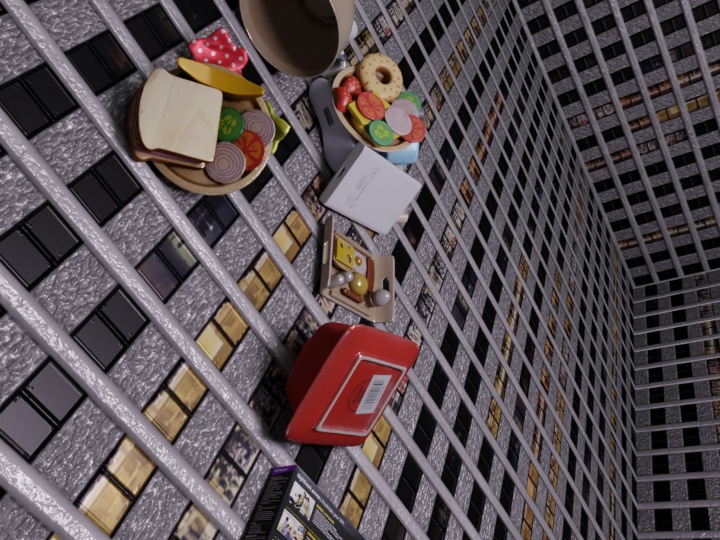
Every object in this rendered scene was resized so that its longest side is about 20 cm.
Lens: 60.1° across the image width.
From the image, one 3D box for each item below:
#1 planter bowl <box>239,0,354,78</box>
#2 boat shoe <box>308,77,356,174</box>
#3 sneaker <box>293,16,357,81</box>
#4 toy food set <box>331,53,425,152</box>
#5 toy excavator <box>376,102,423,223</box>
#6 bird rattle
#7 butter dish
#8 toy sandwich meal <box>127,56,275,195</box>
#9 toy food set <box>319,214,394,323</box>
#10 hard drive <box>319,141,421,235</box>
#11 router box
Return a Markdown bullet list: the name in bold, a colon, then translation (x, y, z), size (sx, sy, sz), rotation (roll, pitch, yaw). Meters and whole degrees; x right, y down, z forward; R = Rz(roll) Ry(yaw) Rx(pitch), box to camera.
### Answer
- **planter bowl**: translation (-0.090, -0.458, 1.075), size (0.201, 0.199, 0.135), rotation (55, 49, -25)
- **boat shoe**: translation (-0.040, -0.277, 1.219), size (0.068, 0.071, 0.202), rotation (-10, 77, -56)
- **sneaker**: translation (-0.057, -0.437, 1.238), size (0.199, 0.079, 0.131), rotation (-23, 89, -57)
- **toy food set**: translation (0.037, -0.315, 1.196), size (0.200, 0.049, 0.199), rotation (-37, 90, -38)
- **toy excavator**: translation (0.077, -0.229, 1.316), size (0.099, 0.195, 0.202), rotation (0, 55, -11)
- **bird rattle**: translation (-0.205, -0.250, 0.933), size (0.163, 0.112, 0.201), rotation (-43, 110, -37)
- **butter dish**: translation (-0.039, 0.156, 0.968), size (0.199, 0.147, 0.201), rotation (24, 98, -49)
- **toy sandwich meal**: translation (-0.212, -0.202, 0.854), size (0.203, 0.070, 0.208), rotation (1, 86, -22)
- **toy food set**: translation (0.000, 0.000, 1.158), size (0.200, 0.060, 0.145), rotation (33, 50, -46)
- **hard drive**: translation (0.024, -0.153, 1.213), size (0.199, 0.132, 0.026), rotation (22, 19, -51)
- **router box**: translation (-0.076, 0.396, 0.874), size (0.201, 0.051, 0.150), rotation (56, 35, -26)
